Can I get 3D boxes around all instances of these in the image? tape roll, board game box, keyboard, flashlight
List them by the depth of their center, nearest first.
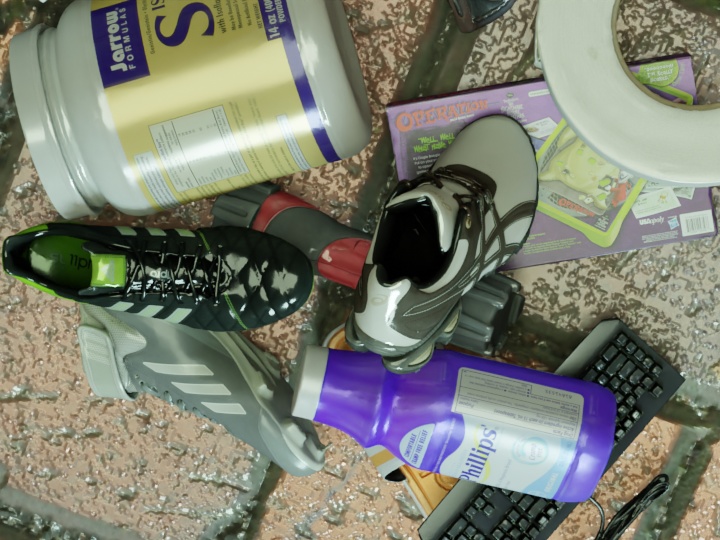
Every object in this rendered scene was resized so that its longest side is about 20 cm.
[{"bbox_3d":[0.209,-0.152,1.680,0.202,0.037,0.203,0,88,4],"label":"tape roll"},{"bbox_3d":[0.000,0.000,1.702,0.200,0.068,0.068,21,73,17],"label":"flashlight"},{"bbox_3d":[0.124,-0.066,1.727,0.200,0.032,0.120,-9,103,5],"label":"board game box"},{"bbox_3d":[0.140,0.140,1.749,0.127,0.021,0.200,41,91,-22],"label":"keyboard"}]

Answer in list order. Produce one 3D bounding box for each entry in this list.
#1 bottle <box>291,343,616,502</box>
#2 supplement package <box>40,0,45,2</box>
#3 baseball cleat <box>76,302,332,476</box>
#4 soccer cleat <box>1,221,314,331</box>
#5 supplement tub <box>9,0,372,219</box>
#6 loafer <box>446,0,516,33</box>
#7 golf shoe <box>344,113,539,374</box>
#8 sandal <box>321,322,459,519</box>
[{"bbox_3d":[0.058,0.090,1.682,0.200,0.065,0.084,13,140,-5],"label":"bottle"},{"bbox_3d":[-0.194,-0.273,1.619,0.151,0.200,0.152,36,101,-3],"label":"supplement package"},{"bbox_3d":[-0.112,0.071,1.755,0.106,0.070,0.200,-40,86,16],"label":"baseball cleat"},{"bbox_3d":[-0.129,0.003,1.670,0.200,0.081,0.068,5,93,19],"label":"soccer cleat"},{"bbox_3d":[-0.105,-0.117,1.671,0.200,0.145,0.146,-16,99,6],"label":"supplement tub"},{"bbox_3d":[0.027,-0.235,1.682,0.063,0.072,0.200,-41,99,14],"label":"loafer"},{"bbox_3d":[0.058,-0.032,1.635,0.078,0.095,0.200,20,57,13],"label":"golf shoe"},{"bbox_3d":[0.050,0.119,1.750,0.079,0.059,0.207,-33,97,9],"label":"sandal"}]
